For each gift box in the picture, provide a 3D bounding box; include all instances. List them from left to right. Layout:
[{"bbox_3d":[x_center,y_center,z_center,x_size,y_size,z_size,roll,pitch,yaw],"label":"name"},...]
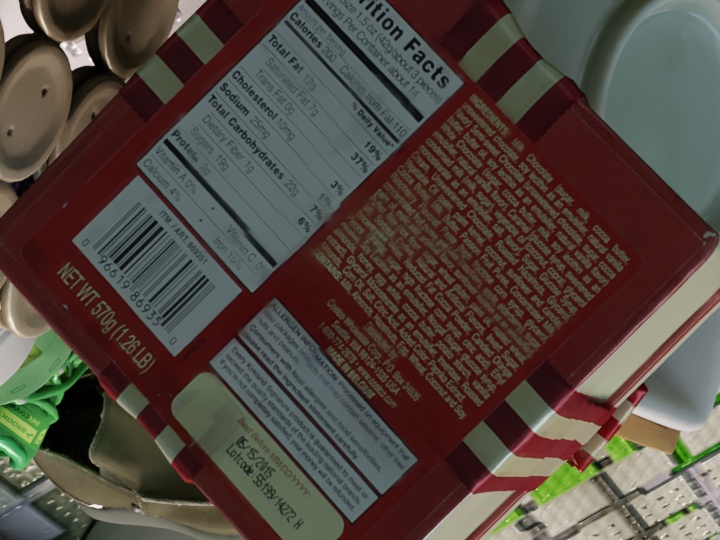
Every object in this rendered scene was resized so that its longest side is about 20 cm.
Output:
[{"bbox_3d":[-0.004,0.003,0.704,0.200,0.185,0.187,-40,169,7],"label":"gift box"}]

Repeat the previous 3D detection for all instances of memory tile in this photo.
[{"bbox_3d":[-0.108,-0.079,0.732,0.201,0.017,0.153,-69,159,-1],"label":"memory tile"}]

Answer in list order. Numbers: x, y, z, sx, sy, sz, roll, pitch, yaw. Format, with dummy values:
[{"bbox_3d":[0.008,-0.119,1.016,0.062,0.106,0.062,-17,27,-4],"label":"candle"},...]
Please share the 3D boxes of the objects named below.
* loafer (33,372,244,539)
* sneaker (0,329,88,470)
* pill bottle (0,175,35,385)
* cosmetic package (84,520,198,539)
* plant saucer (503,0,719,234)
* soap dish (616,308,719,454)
[{"bbox_3d":[-0.083,0.075,0.940,0.070,0.076,0.199,33,151,-34],"label":"loafer"},{"bbox_3d":[-0.138,0.039,0.915,0.200,0.084,0.074,-36,140,13],"label":"sneaker"},{"bbox_3d":[-0.175,-0.039,0.780,0.111,0.112,0.201,-18,141,-8],"label":"pill bottle"},{"bbox_3d":[-0.072,0.148,1.060,0.084,0.108,0.200,9,133,-35],"label":"cosmetic package"},{"bbox_3d":[0.109,-0.057,0.845,0.199,0.050,0.202,-6,99,-41],"label":"plant saucer"},{"bbox_3d":[0.081,-0.021,0.913,0.199,0.081,0.158,22,81,-43],"label":"soap dish"}]
